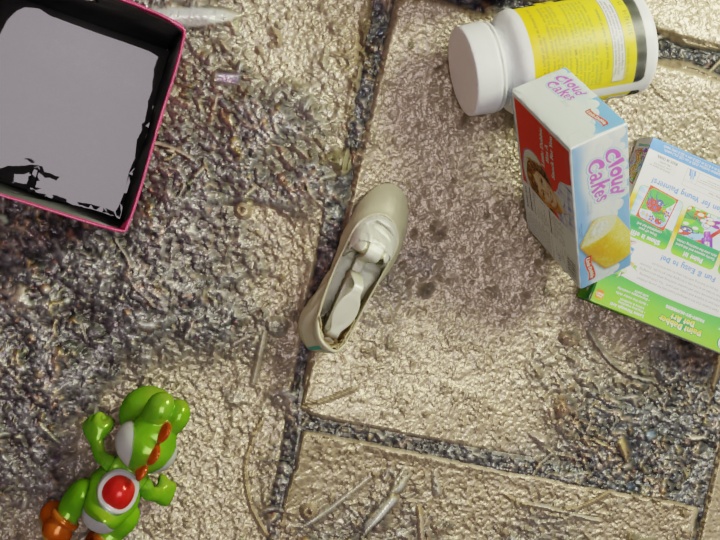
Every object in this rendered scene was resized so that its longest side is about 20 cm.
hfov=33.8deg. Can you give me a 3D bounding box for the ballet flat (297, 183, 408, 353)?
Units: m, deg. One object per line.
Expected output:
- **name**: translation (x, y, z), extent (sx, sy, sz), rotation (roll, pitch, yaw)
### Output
- **ballet flat**: translation (0.000, 0.000, 1.264), extent (0.069, 0.069, 0.200), rotation (27, 89, -13)

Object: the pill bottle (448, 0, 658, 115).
- **pill bottle**: translation (0.202, -0.228, 1.261), extent (0.199, 0.114, 0.115), rotation (-12, 97, -11)

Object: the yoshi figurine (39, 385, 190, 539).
- **yoshi figurine**: translation (-0.244, 0.200, 1.231), extent (0.112, 0.112, 0.200), rotation (42, 102, 28)

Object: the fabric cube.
- **fabric cube**: translation (-0.287, -0.160, 1.123), extent (0.196, 0.199, 0.201), rotation (17, 91, -12)

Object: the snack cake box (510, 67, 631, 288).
- **snack cake box**: translation (0.220, -0.094, 1.229), extent (0.067, 0.115, 0.200), rotation (-24, 136, -9)

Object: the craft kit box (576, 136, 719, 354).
- **craft kit box**: translation (0.373, -0.024, 1.351), extent (0.199, 0.049, 0.198), rotation (22, 88, -13)
